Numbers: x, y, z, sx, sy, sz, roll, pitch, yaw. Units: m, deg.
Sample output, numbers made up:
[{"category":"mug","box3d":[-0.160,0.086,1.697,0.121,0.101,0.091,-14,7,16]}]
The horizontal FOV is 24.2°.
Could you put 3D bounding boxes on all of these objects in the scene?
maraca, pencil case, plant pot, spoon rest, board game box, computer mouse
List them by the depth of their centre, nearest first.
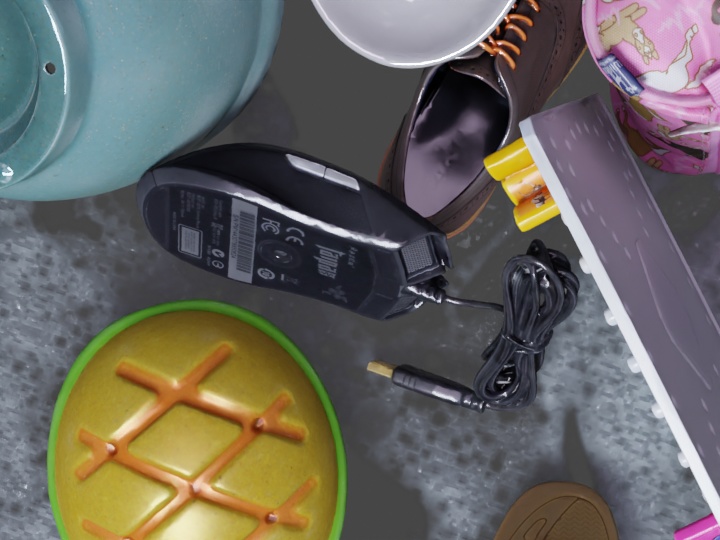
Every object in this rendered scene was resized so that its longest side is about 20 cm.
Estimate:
[{"category":"plant pot","box3d":[-0.147,-0.111,0.709,0.199,0.134,0.202,8,119,15]},{"category":"pencil case","box3d":[0.140,-0.091,0.710,0.082,0.200,0.087,21,92,11]},{"category":"spoon rest","box3d":[0.060,-0.170,0.713,0.200,0.061,0.100,-40,90,11]},{"category":"board game box","box3d":[0.123,0.024,0.715,0.026,0.200,0.201,-27,91,17]},{"category":"computer mouse","box3d":[0.000,0.000,0.762,0.199,0.141,0.046,14,58,9]},{"category":"maraca","box3d":[-0.071,0.114,0.765,0.136,0.107,0.202,-10,92,1]}]

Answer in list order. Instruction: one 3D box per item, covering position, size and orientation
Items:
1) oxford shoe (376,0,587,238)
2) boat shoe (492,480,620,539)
[{"category":"oxford shoe","box3d":[0.069,-0.105,0.772,0.071,0.073,0.201,23,92,1]},{"category":"boat shoe","box3d":[0.084,0.201,0.786,0.071,0.065,0.201,6,74,10]}]
